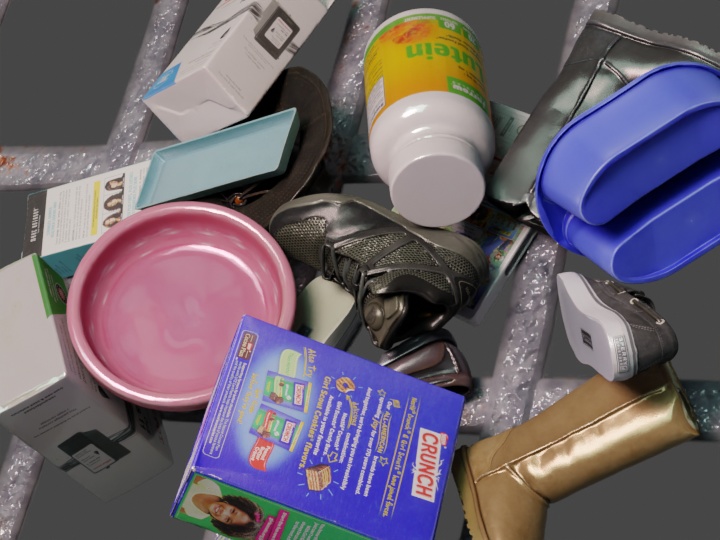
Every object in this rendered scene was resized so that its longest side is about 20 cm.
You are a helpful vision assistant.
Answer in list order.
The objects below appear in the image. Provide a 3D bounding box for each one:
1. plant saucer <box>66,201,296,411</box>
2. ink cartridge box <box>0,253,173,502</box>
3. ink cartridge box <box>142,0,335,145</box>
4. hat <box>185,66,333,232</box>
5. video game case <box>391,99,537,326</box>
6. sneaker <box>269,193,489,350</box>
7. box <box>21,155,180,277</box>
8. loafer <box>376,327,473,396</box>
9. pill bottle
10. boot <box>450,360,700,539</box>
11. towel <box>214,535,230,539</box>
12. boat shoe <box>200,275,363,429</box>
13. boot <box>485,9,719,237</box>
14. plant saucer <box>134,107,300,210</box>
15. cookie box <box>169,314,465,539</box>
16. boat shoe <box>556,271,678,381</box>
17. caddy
[{"bbox_3d":[-0.155,0.036,1.711,0.200,0.051,0.201,-1,62,1],"label":"plant saucer"},{"bbox_3d":[-0.263,0.100,1.767,0.083,0.200,0.147,-28,53,9],"label":"ink cartridge box"},{"bbox_3d":[-0.112,-0.222,1.896,0.116,0.067,0.200,-19,30,50],"label":"ink cartridge box"},{"bbox_3d":[-0.075,-0.091,1.841,0.201,0.081,0.201,-30,42,30],"label":"hat"},{"bbox_3d":[0.102,-0.059,1.771,0.143,0.018,0.200,25,76,37],"label":"video game case"},{"bbox_3d":[0.000,0.000,1.688,0.199,0.076,0.114,19,42,15],"label":"sneaker"},{"bbox_3d":[-0.238,-0.054,1.939,0.200,0.049,0.082,-14,56,22],"label":"box"},{"bbox_3d":[0.006,0.126,1.685,0.200,0.072,0.063,-35,56,4],"label":"loafer"},{"bbox_3d":[0.062,-0.134,1.731,0.111,0.111,0.200,-23,39,16],"label":"pill bottle"},{"bbox_3d":[0.180,0.165,1.566,0.200,0.066,0.175,-28,53,11],"label":"boot"},{"bbox_3d":[-0.097,0.291,1.674,0.144,0.023,0.200,27,77,38],"label":"towel"},{"bbox_3d":[-0.062,0.096,1.738,0.070,0.072,0.201,30,73,30],"label":"boat shoe"},{"bbox_3d":[0.221,-0.113,1.695,0.165,0.066,0.200,24,73,30],"label":"boot"},{"bbox_3d":[-0.133,-0.100,1.829,0.200,0.019,0.070,-13,51,43],"label":"plant saucer"},{"bbox_3d":[-0.031,0.151,1.578,0.200,0.075,0.171,21,47,-5],"label":"cookie box"},{"bbox_3d":[0.209,0.039,1.585,0.066,0.070,0.200,-12,10,-5],"label":"boat shoe"},{"bbox_3d":[0.243,-0.083,1.616,0.200,0.141,0.105,-32,31,-1],"label":"caddy"}]
